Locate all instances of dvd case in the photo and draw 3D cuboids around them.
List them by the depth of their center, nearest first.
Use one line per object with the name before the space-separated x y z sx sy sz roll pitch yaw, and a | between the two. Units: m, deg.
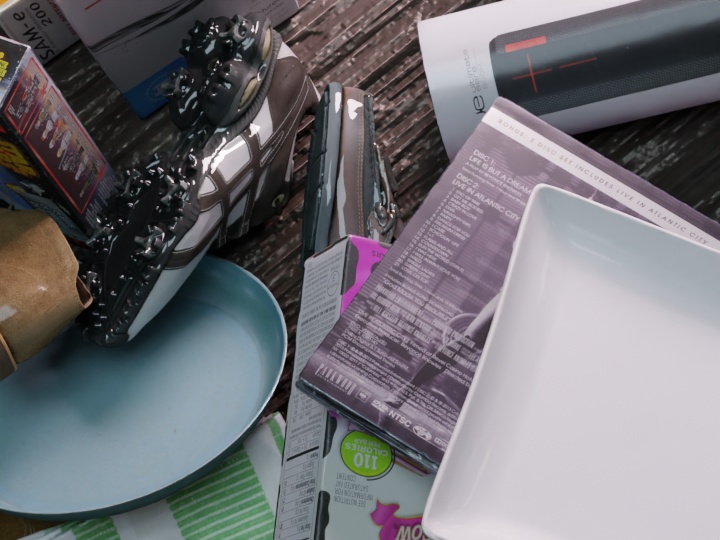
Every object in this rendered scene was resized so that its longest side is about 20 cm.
dvd case | 0.082 0.020 1.092 0.148 0.016 0.200 31 61 9

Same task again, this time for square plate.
square plate | 0.145 0.076 1.047 0.197 0.028 0.201 21 60 0

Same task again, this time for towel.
towel | -0.097 0.181 1.142 0.199 0.023 0.153 -27 85 -6

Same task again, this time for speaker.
speaker | 0.132 -0.118 1.195 0.199 0.081 0.082 -13 69 7

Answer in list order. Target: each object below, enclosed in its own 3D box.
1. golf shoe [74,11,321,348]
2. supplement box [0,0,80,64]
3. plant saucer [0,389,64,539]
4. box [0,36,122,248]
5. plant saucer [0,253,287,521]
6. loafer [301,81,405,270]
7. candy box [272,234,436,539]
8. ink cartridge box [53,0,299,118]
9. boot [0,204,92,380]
golf shoe | -0.079 -0.037 1.200 0.078 0.094 0.201 13 71 49
supplement box | -0.148 -0.231 1.293 0.200 0.074 0.126 -36 68 -2
plant saucer | -0.190 0.147 1.192 0.199 0.035 0.201 -4 71 10
box | -0.210 -0.080 1.185 0.136 0.200 0.040 21 74 17
plant saucer | -0.133 0.062 1.173 0.199 0.028 0.201 -9 40 7
loafer | 0.000 0.000 1.196 0.063 0.072 0.201 6 78 -9
candy box | 0.032 0.096 1.117 0.136 0.061 0.201 13 72 -22
ink cartridge box | -0.116 -0.173 1.199 0.116 0.200 0.067 -35 68 -1
boot | -0.206 -0.009 1.204 0.075 0.074 0.200 -33 38 -14
